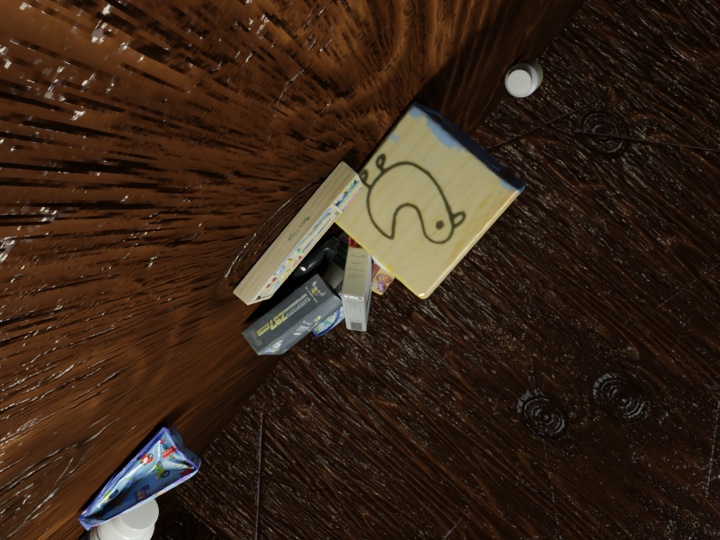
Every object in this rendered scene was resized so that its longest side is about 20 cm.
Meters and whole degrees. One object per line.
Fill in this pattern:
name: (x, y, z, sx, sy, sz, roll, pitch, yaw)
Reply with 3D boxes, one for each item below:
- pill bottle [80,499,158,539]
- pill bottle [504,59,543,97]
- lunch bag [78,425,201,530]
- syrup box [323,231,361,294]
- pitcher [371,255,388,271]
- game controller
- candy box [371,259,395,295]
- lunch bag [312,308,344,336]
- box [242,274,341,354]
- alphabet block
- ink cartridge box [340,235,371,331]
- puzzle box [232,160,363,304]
pill bottle: (-0.482, 0.526, 1.254, 0.200, 0.111, 0.111, -50, 178, 30)
pill bottle: (0.515, -0.607, 1.984, 0.104, 0.104, 0.200, -50, 177, 31)
lunch bag: (-0.376, 0.362, 1.057, 0.200, 0.094, 0.151, -39, 178, -17)
syrup box: (-0.056, 0.005, 1.285, 0.200, 0.079, 0.081, -49, 178, -19)
pitcher: (0.084, -0.105, 1.094, 0.200, 0.172, 0.121, -45, -179, 31)
game controller: (-0.097, 0.004, 1.109, 0.104, 0.042, 0.200, -32, 169, -29)
candy box: (0.076, -0.059, 1.307, 0.200, 0.056, 0.117, -61, -179, -26)
lunch bag: (-0.049, 0.039, 1.439, 0.170, 0.127, 0.200, -48, -173, -33)
box: (-0.110, 0.082, 1.104, 0.158, 0.051, 0.200, -39, 173, -2)
alphabet block: (0.103, -0.107, 0.930, 0.200, 0.195, 0.196, -51, 171, 18)
ink cartridge box: (0.000, 0.000, 1.147, 0.200, 0.043, 0.174, 86, 12, -69)
puzzle box: (-0.072, -0.043, 0.781, 0.200, 0.025, 0.133, -50, 179, 3)
